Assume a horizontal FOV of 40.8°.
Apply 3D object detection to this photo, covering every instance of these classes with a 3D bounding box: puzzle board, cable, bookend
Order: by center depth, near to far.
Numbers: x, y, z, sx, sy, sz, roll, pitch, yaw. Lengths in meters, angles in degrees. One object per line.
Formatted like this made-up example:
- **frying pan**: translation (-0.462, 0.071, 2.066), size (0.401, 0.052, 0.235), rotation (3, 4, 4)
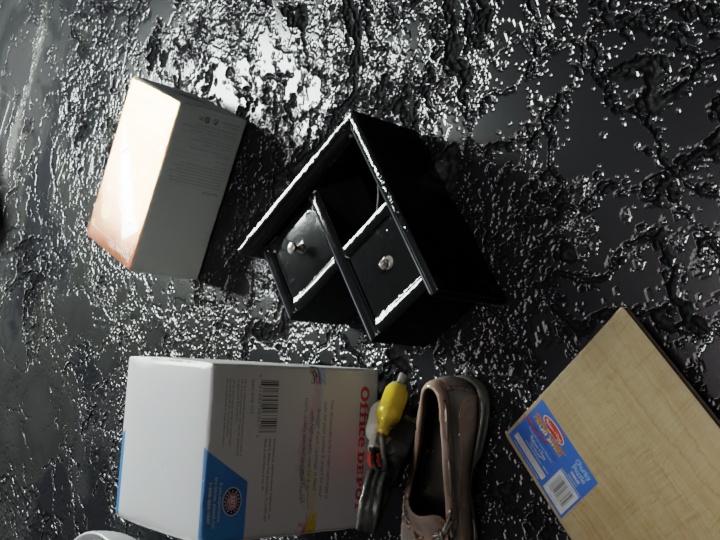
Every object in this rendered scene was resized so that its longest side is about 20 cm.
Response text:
- **puzzle board**: translation (0.206, 0.152, 0.715), size (0.151, 0.017, 0.201), rotation (-53, 50, 27)
- **cable**: translation (0.010, 0.169, 0.818), size (0.049, 0.200, 0.099), rotation (19, 112, 9)
- **bookend**: translation (0.000, 0.000, 0.897), size (0.200, 0.091, 0.201), rotation (-45, 55, 32)

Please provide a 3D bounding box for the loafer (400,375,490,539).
- **loafer**: translation (0.061, 0.189, 0.823), size (0.071, 0.062, 0.204), rotation (7, 88, 45)

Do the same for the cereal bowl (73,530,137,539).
- **cereal bowl**: translation (-0.280, 0.405, 1.125), size (0.198, 0.082, 0.205), rotation (-9, 78, 45)

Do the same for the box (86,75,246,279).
- **box**: translation (-0.233, -0.109, 1.152), size (0.124, 0.096, 0.203), rotation (29, 105, 44)

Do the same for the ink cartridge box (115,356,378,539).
- **ink cartridge box**: translation (-0.100, 0.160, 0.898), size (0.143, 0.198, 0.151), rotation (-2, 82, 47)
